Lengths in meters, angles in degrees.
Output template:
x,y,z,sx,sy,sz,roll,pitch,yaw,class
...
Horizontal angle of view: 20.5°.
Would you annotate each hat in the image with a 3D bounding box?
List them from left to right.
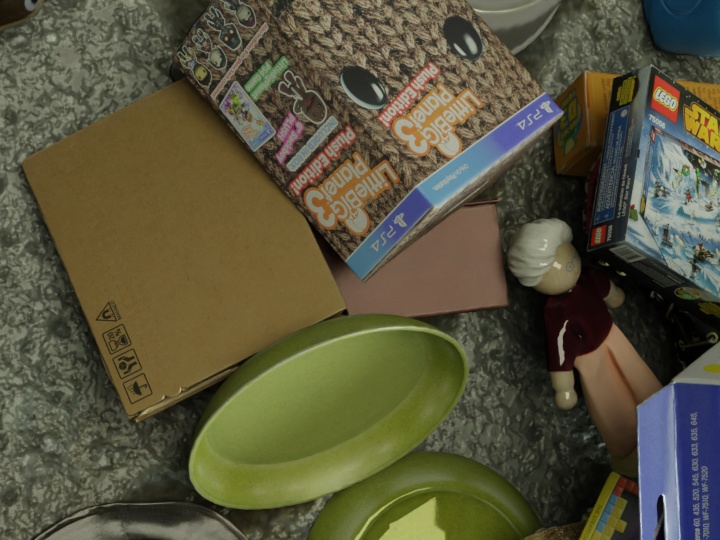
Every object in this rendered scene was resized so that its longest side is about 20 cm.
x,y,z,sx,sy,sz,roll,pitch,yaw,class
-0.139,0.244,1.314,0.199,0.081,0.202,2,84,-18,hat

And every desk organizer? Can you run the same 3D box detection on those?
x,y,z,sx,sy,sz,roll,pitch,yaw,class
0.000,0.000,1.396,0.199,0.072,0.078,-7,88,-19,desk organizer

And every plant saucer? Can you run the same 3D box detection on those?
x,y,z,sx,sy,sz,roll,pitch,yaw,class
-0.025,0.089,1.321,0.199,0.201,0.031,-15,58,-19,plant saucer
0.054,0.228,1.407,0.199,0.031,0.202,2,83,-18,plant saucer

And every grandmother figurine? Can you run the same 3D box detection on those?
x,y,z,sx,sy,sz,roll,pitch,yaw,class
0.164,0.045,1.419,0.201,0.060,0.122,58,31,-25,grandmother figurine

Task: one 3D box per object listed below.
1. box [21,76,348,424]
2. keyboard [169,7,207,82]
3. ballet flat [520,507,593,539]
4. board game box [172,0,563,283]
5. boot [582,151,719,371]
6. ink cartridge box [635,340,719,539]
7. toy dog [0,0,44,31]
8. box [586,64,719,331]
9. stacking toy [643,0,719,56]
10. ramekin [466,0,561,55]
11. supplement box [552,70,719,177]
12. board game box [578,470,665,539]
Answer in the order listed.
x,y,z,sx,sy,sz,roll,pitch,yaw,class
-0.118,-0.023,1.323,0.163,0.021,0.201,-26,71,2,box
-0.029,-0.132,1.416,0.199,0.040,0.105,30,79,-14,keyboard
0.171,0.195,1.421,0.199,0.065,0.071,-5,115,-49,ballet flat
0.006,-0.123,1.325,0.200,0.097,0.159,49,47,4,board game box
0.224,0.019,1.434,0.153,0.073,0.205,21,64,-39,boot
0.250,0.146,1.324,0.200,0.047,0.199,-31,122,-50,ink cartridge box
-0.273,-0.251,1.303,0.193,0.140,0.201,-33,95,-2,toy dog
0.246,-0.037,1.395,0.199,0.040,0.138,29,61,-33,box
0.325,-0.219,1.523,0.199,0.110,0.117,0,99,-29,stacking toy
0.073,-0.251,1.438,0.201,0.094,0.204,2,82,-18,ramekin
0.246,-0.102,1.487,0.199,0.067,0.069,2,71,-19,supplement box
0.186,0.255,1.371,0.165,0.057,0.201,30,84,-53,board game box
